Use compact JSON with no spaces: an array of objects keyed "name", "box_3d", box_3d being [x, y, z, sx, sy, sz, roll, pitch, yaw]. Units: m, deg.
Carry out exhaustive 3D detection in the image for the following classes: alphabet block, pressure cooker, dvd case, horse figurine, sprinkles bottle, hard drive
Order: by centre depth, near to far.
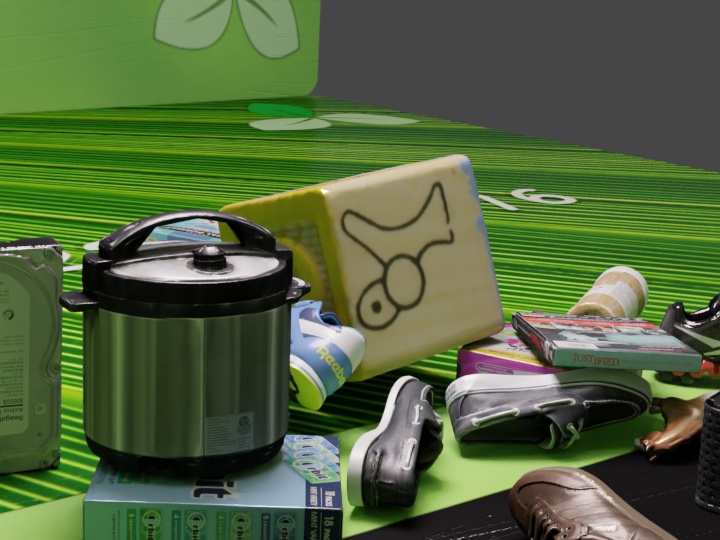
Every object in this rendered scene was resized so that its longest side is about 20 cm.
[{"name":"pressure cooker","box_3d":[-0.138,0.050,1.317,0.177,0.202,0.176,6,14,20]},{"name":"hard drive","box_3d":[-0.322,0.075,1.369,0.139,0.202,0.038,-3,16,-27]},{"name":"horse figurine","box_3d":[0.343,0.138,1.572,0.198,0.050,0.132,-3,8,-14]},{"name":"dvd case","box_3d":[0.238,0.069,1.601,0.145,0.022,0.200,3,7,-7]},{"name":"alphabet block","box_3d":[0.000,0.000,1.655,0.199,0.197,0.196,-15,3,-38]},{"name":"sprinkles bottle","box_3d":[0.291,0.047,1.906,0.068,0.069,0.200,7,14,18]}]

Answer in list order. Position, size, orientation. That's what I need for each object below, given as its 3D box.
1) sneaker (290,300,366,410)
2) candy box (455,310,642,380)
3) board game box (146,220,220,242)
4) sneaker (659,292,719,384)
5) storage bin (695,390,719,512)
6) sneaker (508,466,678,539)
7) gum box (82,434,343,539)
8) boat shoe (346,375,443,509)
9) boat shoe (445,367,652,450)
[{"name":"sneaker","box_3d":[-0.062,0.069,1.544,0.082,0.074,0.200,-41,31,-14]},{"name":"candy box","box_3d":[0.200,0.098,1.685,0.136,0.061,0.200,10,16,27]},{"name":"board game box","box_3d":[-0.179,-0.039,2.226,0.150,0.047,0.200,10,15,30]},{"name":"sneaker","box_3d":[0.414,0.076,1.747,0.199,0.099,0.071,6,12,9]},{"name":"storage bin","box_3d":[0.401,0.162,1.386,0.199,0.094,0.135,12,16,32]},{"name":"sneaker","box_3d":[0.163,0.201,1.219,0.075,0.071,0.200,-7,16,-32]},{"name":"gum box","box_3d":[-0.115,0.178,1.313,0.198,0.045,0.170,1,13,-2]},{"name":"boat shoe","box_3d":[0.043,0.153,1.410,0.060,0.076,0.200,6,25,15]},{"name":"boat shoe","box_3d":[0.180,0.136,1.515,0.198,0.072,0.068,1,49,-11]}]
